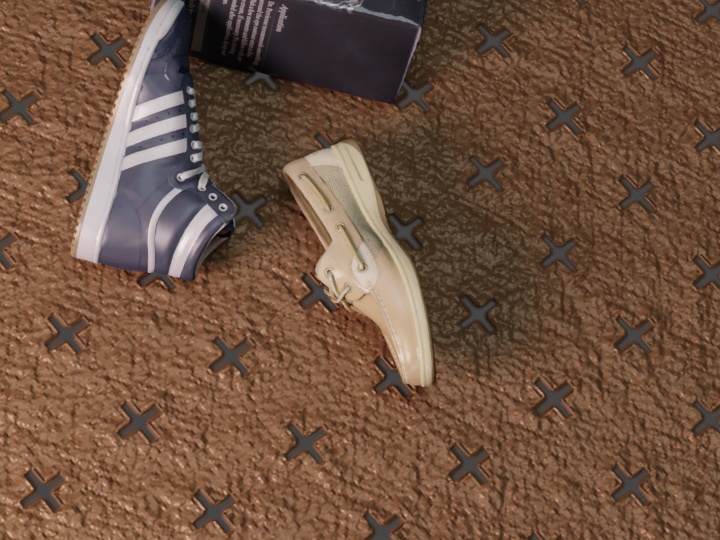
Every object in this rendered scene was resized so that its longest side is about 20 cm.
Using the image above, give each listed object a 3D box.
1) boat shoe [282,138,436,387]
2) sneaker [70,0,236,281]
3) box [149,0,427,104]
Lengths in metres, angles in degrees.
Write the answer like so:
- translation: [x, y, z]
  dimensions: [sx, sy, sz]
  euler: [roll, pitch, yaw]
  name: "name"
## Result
- translation: [0.000, 0.000, 1.595]
  dimensions: [0.065, 0.072, 0.200]
  euler: [-18, 66, -8]
  name: "boat shoe"
- translation: [-0.127, -0.089, 1.598]
  dimensions: [0.108, 0.070, 0.201]
  euler: [17, 82, 0]
  name: "sneaker"
- translation: [-0.043, -0.255, 1.683]
  dimensions: [0.199, 0.117, 0.197]
  euler: [13, 63, -5]
  name: "box"
